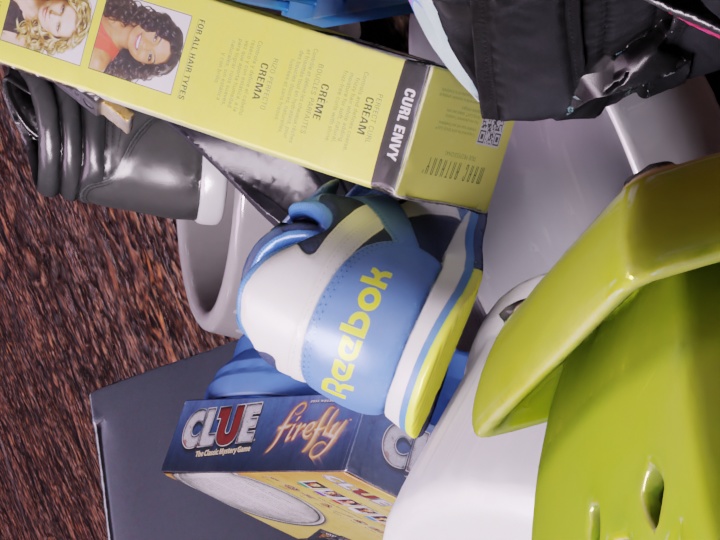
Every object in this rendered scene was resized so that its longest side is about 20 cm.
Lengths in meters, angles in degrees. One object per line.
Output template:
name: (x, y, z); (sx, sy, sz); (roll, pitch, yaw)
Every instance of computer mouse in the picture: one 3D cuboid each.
computer mouse: (-0.063, -0.073, 1.201); (0.200, 0.046, 0.140); (44, -162, 2)

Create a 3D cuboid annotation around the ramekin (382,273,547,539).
ramekin: (0.104, 0.104, 1.001); (0.200, 0.098, 0.201); (27, 149, 18)

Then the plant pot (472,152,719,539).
plant pot: (0.147, 0.061, 0.823); (0.199, 0.199, 0.183); (124, 128, -69)

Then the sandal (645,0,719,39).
sandal: (0.102, -0.092, 0.806); (0.075, 0.199, 0.045); (113, 172, -54)

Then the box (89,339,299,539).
box: (-0.043, 0.173, 1.467); (0.200, 0.117, 0.197); (62, -168, -48)

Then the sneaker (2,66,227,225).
sneaker: (-0.114, -0.117, 1.312); (0.071, 0.098, 0.201); (116, 153, -64)

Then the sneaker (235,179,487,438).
sneaker: (0.000, 0.000, 1.063); (0.200, 0.082, 0.074); (-77, 4, -80)

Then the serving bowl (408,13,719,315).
serving bowl: (0.091, -0.037, 1.076); (0.200, 0.065, 0.201); (56, 159, 34)

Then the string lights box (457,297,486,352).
string lights box: (0.043, 0.014, 1.288); (0.103, 0.059, 0.200); (67, 162, 8)

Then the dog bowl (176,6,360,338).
dog bowl: (-0.047, -0.059, 1.364); (0.200, 0.058, 0.202); (180, 90, -76)

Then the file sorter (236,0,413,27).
file sorter: (-0.038, -0.177, 1.109); (0.200, 0.122, 0.140); (-172, 93, -74)

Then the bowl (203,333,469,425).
bowl: (0.031, 0.074, 1.225); (0.201, 0.200, 0.040); (135, 154, -71)

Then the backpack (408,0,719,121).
backpack: (0.070, -0.147, 0.904); (0.201, 0.166, 0.127); (83, 177, -47)

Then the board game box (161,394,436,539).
board game box: (0.036, 0.105, 1.190); (0.135, 0.199, 0.035); (-6, 61, 54)

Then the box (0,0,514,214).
box: (-0.045, -0.073, 1.057); (0.199, 0.075, 0.050); (19, 96, 30)
